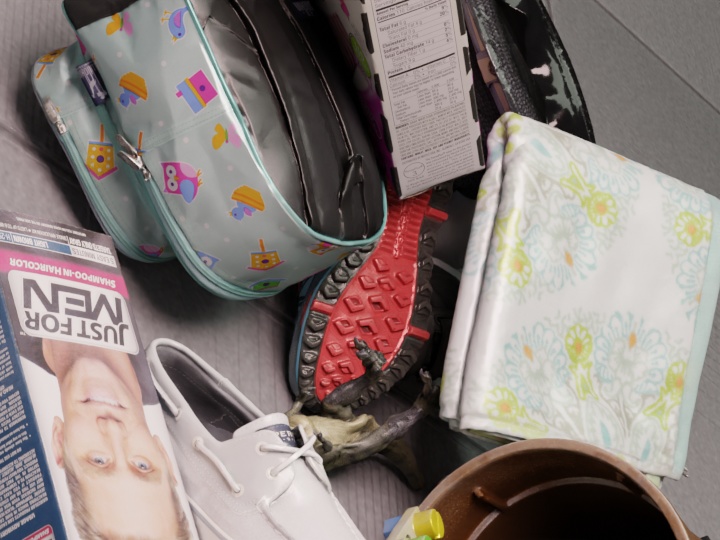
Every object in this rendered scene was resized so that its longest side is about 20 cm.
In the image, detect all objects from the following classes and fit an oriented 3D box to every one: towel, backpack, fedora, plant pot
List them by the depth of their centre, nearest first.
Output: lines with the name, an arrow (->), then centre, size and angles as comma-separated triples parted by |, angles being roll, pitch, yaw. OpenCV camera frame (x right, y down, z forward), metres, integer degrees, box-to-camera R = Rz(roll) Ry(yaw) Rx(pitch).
backpack -> -0.078, -0.079, 1.255 | 0.200, 0.153, 0.176 | 58, 20, 7
plant pot -> 0.144, 0.218, 1.297 | 0.198, 0.200, 0.201 | 30, 38, -55
towel -> 0.136, 0.024, 1.321 | 0.171, 0.048, 0.200 | 21, 73, -32
fedora -> 0.077, -0.119, 1.418 | 0.201, 0.091, 0.201 | 53, 25, -38

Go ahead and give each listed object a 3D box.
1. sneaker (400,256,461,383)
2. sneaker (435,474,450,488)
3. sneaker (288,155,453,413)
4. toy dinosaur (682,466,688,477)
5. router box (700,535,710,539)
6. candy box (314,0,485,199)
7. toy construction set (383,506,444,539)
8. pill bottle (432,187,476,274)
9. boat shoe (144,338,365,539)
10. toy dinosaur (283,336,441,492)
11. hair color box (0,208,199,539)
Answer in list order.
sneaker -> 0.075, 0.058, 1.399 | 0.200, 0.071, 0.099 | 31, 26, 27
sneaker -> 0.149, 0.156, 1.416 | 0.200, 0.115, 0.078 | 10, 63, -50
sneaker -> 0.000, 0.000, 1.367 | 0.079, 0.096, 0.200 | 26, 70, -21
toy dinosaur -> 0.160, 0.041, 1.455 | 0.077, 0.102, 0.200 | -64, 148, -63
router box -> 0.240, 0.290, 1.504 | 0.149, 0.051, 0.200 | -6, 67, -61
candy box -> 0.011, -0.156, 1.259 | 0.200, 0.061, 0.136 | 78, -12, -52
toy construction set -> -0.010, 0.191, 1.161 | 0.200, 0.092, 0.131 | 5, 69, -52
pill bottle -> 0.082, -0.069, 1.528 | 0.120, 0.120, 0.200 | 11, 50, -54
boat shoe -> -0.053, 0.103, 1.113 | 0.072, 0.069, 0.200 | 2, 27, -42
toy dinosaur -> 0.001, 0.089, 1.292 | 0.200, 0.088, 0.047 | 13, 34, -54
hair color box -> -0.150, 0.073, 1.091 | 0.100, 0.060, 0.200 | 14, 52, -52
